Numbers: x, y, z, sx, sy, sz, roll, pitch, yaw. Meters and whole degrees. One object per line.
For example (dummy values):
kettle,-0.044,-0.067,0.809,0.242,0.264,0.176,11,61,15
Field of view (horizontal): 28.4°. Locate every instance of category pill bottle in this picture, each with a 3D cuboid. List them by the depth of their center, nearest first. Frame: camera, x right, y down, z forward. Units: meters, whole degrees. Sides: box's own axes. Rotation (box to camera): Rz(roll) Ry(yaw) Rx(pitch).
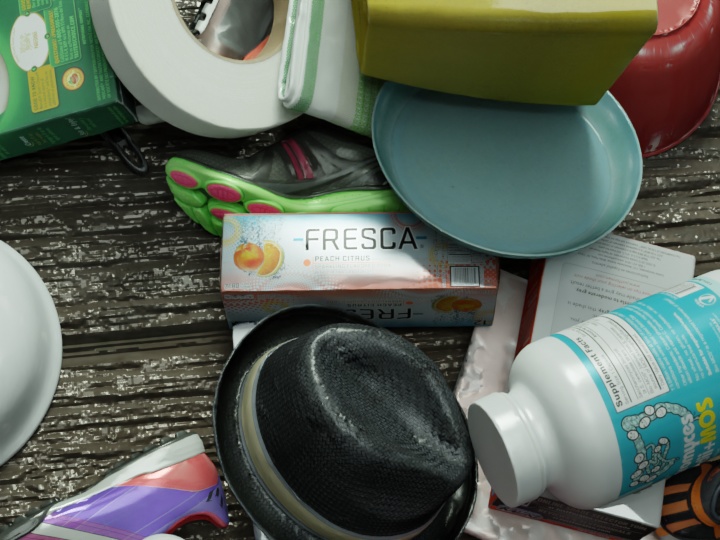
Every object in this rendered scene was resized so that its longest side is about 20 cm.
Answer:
pill bottle,0.171,0.081,0.907,0.198,0.111,0.112,-20,74,-14

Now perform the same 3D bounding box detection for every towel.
towel,0.154,0.120,1.032,0.189,0.032,0.202,21,69,2
towel,0.025,-0.166,1.066,0.198,0.030,0.151,16,76,-39

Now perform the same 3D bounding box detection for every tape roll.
tape roll,-0.097,-0.197,1.019,0.201,0.037,0.206,4,82,-32

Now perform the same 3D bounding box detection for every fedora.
fedora,0.005,0.102,0.930,0.198,0.092,0.203,10,64,-21

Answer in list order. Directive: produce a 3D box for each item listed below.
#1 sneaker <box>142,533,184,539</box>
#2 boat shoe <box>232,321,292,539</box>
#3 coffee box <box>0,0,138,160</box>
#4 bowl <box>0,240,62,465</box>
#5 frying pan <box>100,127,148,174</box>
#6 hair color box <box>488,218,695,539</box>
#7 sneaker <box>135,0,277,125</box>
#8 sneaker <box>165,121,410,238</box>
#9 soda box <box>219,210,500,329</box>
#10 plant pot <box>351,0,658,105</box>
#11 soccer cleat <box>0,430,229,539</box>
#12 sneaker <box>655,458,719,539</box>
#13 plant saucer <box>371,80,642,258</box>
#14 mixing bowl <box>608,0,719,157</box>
sneaker,-0.109,0.267,0.884,0.073,0.116,0.203,-4,82,-14
boat shoe,-0.048,0.128,0.983,0.064,0.074,0.203,-7,72,-5
coffee box,-0.268,-0.144,1.039,0.197,0.044,0.125,-15,71,8
bowl,-0.307,0.046,0.972,0.198,0.091,0.204,2,70,-7
frying pan,-0.241,-0.149,1.086,0.113,0.031,0.192,-15,70,-11
hair color box,0.163,0.077,1.000,0.109,0.064,0.202,15,66,-2
sneaker,-0.107,-0.186,1.075,0.200,0.077,0.082,-44,114,-29
sneaker,-0.047,-0.066,1.062,0.197,0.077,0.085,5,56,-11
soda box,0.000,0.000,1.023,0.197,0.069,0.064,0,64,1
plant pot,0.079,-0.222,0.953,0.174,0.200,0.203,-7,83,-4
soccer cleat,-0.183,0.183,0.953,0.198,0.068,0.074,-28,83,-17
sneaker,0.305,0.151,0.982,0.198,0.112,0.079,-11,79,-25
plant saucer,0.103,-0.085,1.021,0.197,0.028,0.202,5,54,-6
mixing bowl,0.205,-0.199,1.114,0.197,0.109,0.203,2,71,-6
